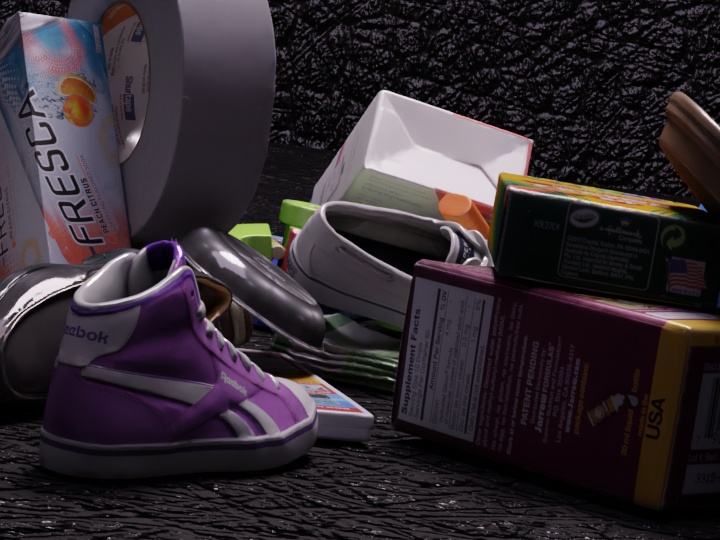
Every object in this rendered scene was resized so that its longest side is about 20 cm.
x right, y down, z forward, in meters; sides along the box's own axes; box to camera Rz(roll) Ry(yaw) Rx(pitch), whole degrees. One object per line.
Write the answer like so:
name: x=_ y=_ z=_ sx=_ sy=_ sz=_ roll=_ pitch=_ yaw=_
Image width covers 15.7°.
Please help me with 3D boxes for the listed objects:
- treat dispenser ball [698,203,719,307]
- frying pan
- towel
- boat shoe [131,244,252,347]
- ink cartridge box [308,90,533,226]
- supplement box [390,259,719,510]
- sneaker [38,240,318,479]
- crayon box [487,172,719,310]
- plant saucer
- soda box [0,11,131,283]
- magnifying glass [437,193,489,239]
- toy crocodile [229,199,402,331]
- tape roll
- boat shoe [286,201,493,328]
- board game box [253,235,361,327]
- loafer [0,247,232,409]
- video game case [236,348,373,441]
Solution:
treat dispenser ball: x=0.309 y=0.007 z=1.714 sx=0.199 sy=0.202 sz=0.201 roll=8 pitch=7 yaw=-1
frying pan: x=-0.046 y=0.020 z=1.616 sx=0.115 sy=0.031 sz=0.190 roll=41 pitch=7 yaw=34
towel: x=0.051 y=0.059 z=1.714 sx=0.199 sy=0.031 sz=0.149 roll=10 pitch=8 yaw=17
boat shoe: x=-0.151 y=0.019 z=1.720 sx=0.075 sy=0.075 sz=0.202 roll=-26 pitch=27 yaw=-30
ink cartridge box: x=0.031 y=-0.040 z=1.852 sx=0.116 sy=0.068 sz=0.200 roll=17 pitch=-27 yaw=-10
supplement box: x=0.134 y=0.062 z=1.470 sx=0.199 sy=0.104 sz=0.130 roll=15 pitch=9 yaw=43
sneaker: x=-0.081 y=0.043 z=1.344 sx=0.072 sy=0.115 sz=0.200 roll=10 pitch=6 yaw=31
crayon box: x=0.138 y=-0.020 z=1.520 sx=0.126 sy=0.051 sz=0.200 roll=9 pitch=4 yaw=0
plant saucer: x=0.231 y=-0.016 z=1.467 sx=0.200 sy=0.029 sz=0.200 roll=49 pitch=3 yaw=-4
soda box: x=-0.192 y=-0.056 z=1.640 sx=0.063 sy=0.201 sz=0.068 roll=4 pitch=-23 yaw=-37
magnifying glass: x=0.100 y=0.008 z=1.810 sx=0.079 sy=0.022 sz=0.200 roll=14 pitch=-26 yaw=33
toy crocodile: x=0.000 y=0.000 z=1.739 sx=0.199 sy=0.068 sz=0.062 roll=13 pitch=6 yaw=-11
tape roll: x=-0.126 y=-0.117 z=1.661 sx=0.066 sy=0.202 sz=0.200 roll=1 pitch=9 yaw=-29
boat shoe: x=0.054 y=0.004 z=1.682 sx=0.199 sy=0.074 sz=0.065 roll=10 pitch=-39 yaw=-18
board game box: x=-0.078 y=0.004 z=1.958 sx=0.151 sy=0.045 sz=0.200 roll=11 pitch=7 yaw=24
loafer: x=-0.145 y=0.028 z=1.455 sx=0.072 sy=0.073 sz=0.200 roll=1 pitch=17 yaw=27
video game case: x=-0.087 y=0.067 z=1.535 sx=0.142 sy=0.018 sz=0.200 roll=6 pitch=6 yaw=-17
